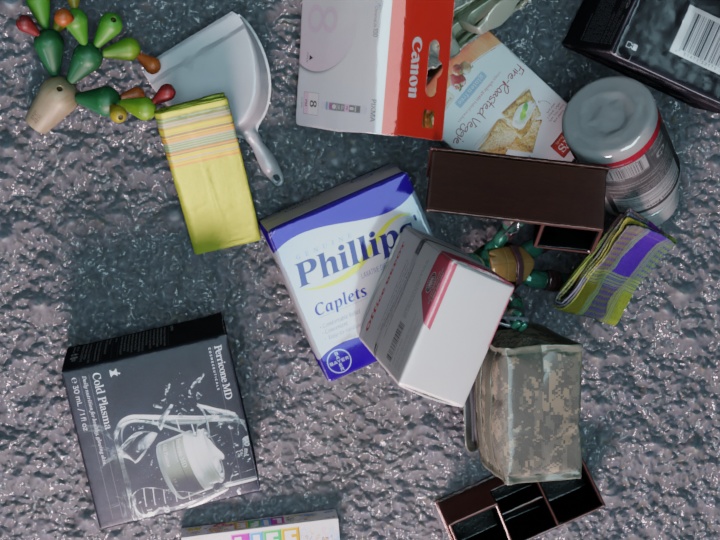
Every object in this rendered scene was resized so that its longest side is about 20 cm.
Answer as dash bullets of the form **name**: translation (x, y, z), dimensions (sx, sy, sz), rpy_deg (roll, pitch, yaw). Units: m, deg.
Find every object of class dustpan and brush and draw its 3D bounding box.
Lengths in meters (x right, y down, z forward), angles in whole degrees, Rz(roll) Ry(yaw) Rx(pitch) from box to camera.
- **dustpan and brush**: translation (-0.148, -0.186, 1.544), dimensions (0.139, 0.057, 0.201), rpy_deg (-28, 96, 11)

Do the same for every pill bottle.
- **pill bottle**: translation (0.315, -0.131, 1.543), dimensions (0.111, 0.111, 0.200), rpy_deg (-40, 143, 1)

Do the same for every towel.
- **towel**: translation (-0.177, -0.111, 1.531), dimensions (0.085, 0.018, 0.201), rpy_deg (-12, 126, -1)
- **towel**: translation (0.311, 0.001, 1.579), dimensions (0.023, 0.200, 0.144), rpy_deg (42, 102, 28)

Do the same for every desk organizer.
- **desk organizer**: translation (0.171, -0.078, 1.460), dimensions (0.198, 0.072, 0.078), rpy_deg (7, 68, 2)
- **desk organizer**: translation (0.204, 0.298, 1.666), dimensions (0.199, 0.077, 0.072), rpy_deg (-24, 103, -3)

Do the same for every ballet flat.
- **ballet flat**: translation (0.113, -0.282, 1.491), dimensions (0.199, 0.072, 0.072), rpy_deg (-35, 103, 7)

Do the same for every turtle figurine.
- **turtle figurine**: translation (0.186, -0.008, 1.567), dimensions (0.199, 0.100, 0.151), rpy_deg (-7, 97, -33)

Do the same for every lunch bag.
- **lunch bag**: translation (0.184, 0.150, 1.575), dimensions (0.117, 0.200, 0.165), rpy_deg (-2, 97, -12)

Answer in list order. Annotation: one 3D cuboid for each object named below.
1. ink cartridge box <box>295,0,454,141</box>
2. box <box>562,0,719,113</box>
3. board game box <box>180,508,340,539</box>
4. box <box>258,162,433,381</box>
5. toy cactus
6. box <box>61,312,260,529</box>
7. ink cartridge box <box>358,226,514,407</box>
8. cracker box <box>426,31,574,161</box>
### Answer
- **ink cartridge box**: translation (0.011, -0.237, 1.487), dimensions (0.057, 0.199, 0.164), rpy_deg (-5, 104, -42)
- **box**: translation (0.367, -0.270, 1.518), dimensions (0.196, 0.200, 0.118), rpy_deg (22, 98, -12)
- **board game box**: translation (-0.122, 0.383, 1.660), dimensions (0.198, 0.034, 0.136), rpy_deg (-6, 101, -7)
- **box**: translation (0.000, 0.000, 1.568), dimensions (0.183, 0.105, 0.201), rpy_deg (-24, 102, -3)
- **toy cactus**: translation (-0.323, -0.222, 1.488), dimensions (0.200, 0.102, 0.165), rpy_deg (40, 109, -9)
- **box**: translation (-0.236, 0.176, 1.562), dimensions (0.195, 0.124, 0.201), rpy_deg (-13, 102, -7)
- **ink cartridge box**: translation (0.078, 0.046, 1.432), dimensions (0.084, 0.200, 0.146), rpy_deg (21, 97, -18)
- **cracker box**: translation (0.167, -0.184, 1.580), dimensions (0.200, 0.058, 0.134), rpy_deg (39, 93, -14)
